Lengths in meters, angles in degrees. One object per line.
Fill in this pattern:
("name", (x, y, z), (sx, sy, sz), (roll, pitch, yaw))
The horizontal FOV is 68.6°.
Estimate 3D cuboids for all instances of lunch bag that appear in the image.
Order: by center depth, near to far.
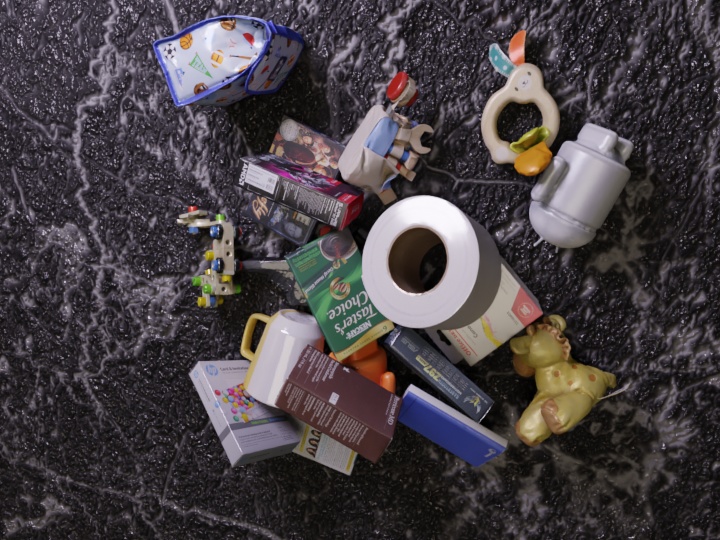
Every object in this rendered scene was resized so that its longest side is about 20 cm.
("lunch bag", (-0.202, -0.348, 0.874), (0.196, 0.170, 0.126), (-17, 103, 16))

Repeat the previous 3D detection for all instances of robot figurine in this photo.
("robot figurine", (0.342, -0.122, 0.832), (0.167, 0.113, 0.203), (15, 110, -27))
("robot figurine", (-0.001, 0.217, 1.000), (0.140, 0.117, 0.205), (-3, 104, 7))

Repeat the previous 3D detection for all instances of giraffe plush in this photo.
("giraffe plush", (0.324, 0.174, 0.904), (0.200, 0.171, 0.164), (-43, 71, 29))

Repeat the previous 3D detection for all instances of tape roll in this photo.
("tape roll", (0.118, -0.006, 0.864), (0.199, 0.138, 0.208), (-4, 81, 28))

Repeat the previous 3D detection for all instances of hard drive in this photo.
("hard drive", (0.160, 0.296, 0.995), (0.197, 0.026, 0.133), (30, 145, 5))

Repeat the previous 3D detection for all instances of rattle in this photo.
("rattle", (0.240, -0.261, 0.812), (0.128, 0.142, 0.205), (8, 113, 30))

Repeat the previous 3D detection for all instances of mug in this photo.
("mug", (-0.152, 0.156, 1.012), (0.183, 0.149, 0.157), (16, 100, 2))

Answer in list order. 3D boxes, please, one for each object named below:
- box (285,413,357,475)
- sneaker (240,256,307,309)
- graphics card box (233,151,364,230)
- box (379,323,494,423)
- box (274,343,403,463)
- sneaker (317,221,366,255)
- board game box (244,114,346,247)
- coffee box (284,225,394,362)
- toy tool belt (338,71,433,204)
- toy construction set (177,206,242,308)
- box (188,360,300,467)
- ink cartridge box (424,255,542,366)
("box", (-0.096, 0.340, 1.091), (0.196, 0.049, 0.084), (20, 107, 8))
("sneaker", (-0.135, 0.028, 1.014), (0.195, 0.060, 0.107), (-1, 100, 10))
("graphics card box", (-0.099, -0.138, 0.890), (0.196, 0.126, 0.052), (23, 111, 7))
("box", (0.128, 0.175, 0.936), (0.199, 0.158, 0.051), (41, 83, 0))
("box", (-0.034, 0.222, 0.890), (0.197, 0.101, 0.076), (30, 121, 0))
("sneaker", (0.000, 0.000, 0.968), (0.096, 0.071, 0.204), (-23, 97, 20))
("board game box", (-0.117, -0.162, 0.973), (0.134, 0.035, 0.203), (28, 109, 5))
("coffee box", (-0.033, 0.039, 0.905), (0.121, 0.044, 0.203), (-27, 103, -12))
("toy tool belt", (0.058, -0.214, 0.889), (0.121, 0.126, 0.201), (25, 116, -27))
("toy construction set", (-0.284, -0.030, 1.021), (0.130, 0.091, 0.205), (-8, 97, 54))
("box", (-0.219, 0.262, 1.005), (0.041, 0.155, 0.201), (-48, 60, 19))
("ink cartridge box", (0.207, 0.084, 0.942), (0.199, 0.068, 0.117), (-42, 92, 19))
